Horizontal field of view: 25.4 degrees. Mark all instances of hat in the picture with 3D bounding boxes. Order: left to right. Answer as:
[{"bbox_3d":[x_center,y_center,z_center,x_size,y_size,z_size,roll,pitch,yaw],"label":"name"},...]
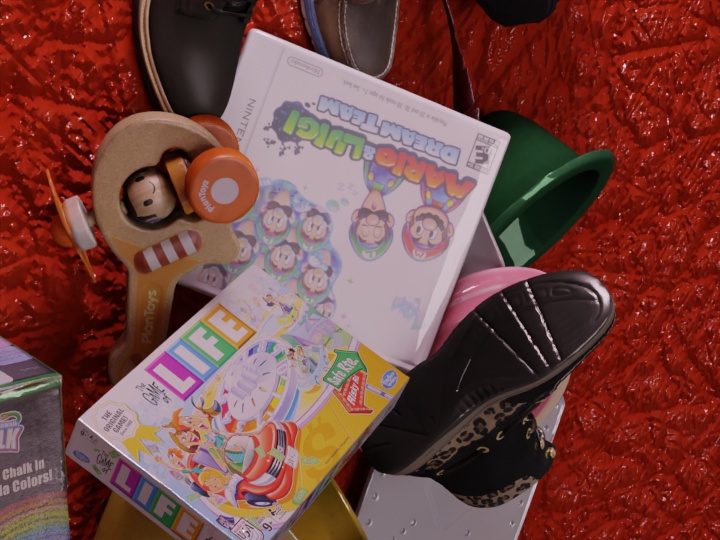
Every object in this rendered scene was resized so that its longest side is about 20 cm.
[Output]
[{"bbox_3d":[0.089,-0.102,1.266,0.165,0.176,0.200,-15,150,-55],"label":"hat"}]

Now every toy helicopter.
[{"bbox_3d":[-0.145,-0.006,1.044,0.131,0.079,0.202,1,115,-18],"label":"toy helicopter"}]

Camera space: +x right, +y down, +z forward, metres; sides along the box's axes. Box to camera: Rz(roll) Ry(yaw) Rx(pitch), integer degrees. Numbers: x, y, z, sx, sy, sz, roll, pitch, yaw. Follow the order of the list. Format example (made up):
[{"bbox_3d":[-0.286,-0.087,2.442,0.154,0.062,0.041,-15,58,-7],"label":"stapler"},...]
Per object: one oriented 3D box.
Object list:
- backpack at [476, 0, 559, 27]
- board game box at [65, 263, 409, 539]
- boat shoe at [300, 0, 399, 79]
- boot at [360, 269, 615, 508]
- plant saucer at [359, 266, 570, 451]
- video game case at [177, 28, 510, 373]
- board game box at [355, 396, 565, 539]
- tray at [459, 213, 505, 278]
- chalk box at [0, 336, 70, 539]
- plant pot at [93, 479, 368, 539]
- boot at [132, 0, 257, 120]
[{"bbox_3d":[0.137,-0.308,1.169,0.163,0.153,0.201,46,56,-37],"label":"backpack"},{"bbox_3d":[-0.072,0.090,1.005,0.200,0.134,0.034,-45,167,-49],"label":"board game box"},{"bbox_3d":[0.003,-0.221,1.111,0.072,0.072,0.202,-23,119,-33],"label":"boat shoe"},{"bbox_3d":[0.111,0.090,1.141,0.203,0.074,0.154,-37,146,11],"label":"boot"},{"bbox_3d":[0.085,0.087,1.214,0.199,0.051,0.202,-20,141,-17],"label":"plant saucer"},{"bbox_3d":[-0.017,-0.046,1.115,0.198,0.024,0.184,21,91,-8],"label":"video game case"},{"bbox_3d":[0.072,0.180,1.342,0.199,0.026,0.202,18,93,-43],"label":"board game box"},{"bbox_3d":[0.000,0.000,1.159,0.198,0.022,0.108,-27,114,-5],"label":"tray"},{"bbox_3d":[-0.258,0.109,0.965,0.123,0.123,0.202,-13,112,-36],"label":"chalk box"},{"bbox_3d":[-0.099,0.184,1.103,0.142,0.201,0.200,-37,131,7],"label":"plant pot"},{"bbox_3d":[-0.077,-0.179,1.012,0.077,0.138,0.202,-12,113,-37],"label":"boot"}]
